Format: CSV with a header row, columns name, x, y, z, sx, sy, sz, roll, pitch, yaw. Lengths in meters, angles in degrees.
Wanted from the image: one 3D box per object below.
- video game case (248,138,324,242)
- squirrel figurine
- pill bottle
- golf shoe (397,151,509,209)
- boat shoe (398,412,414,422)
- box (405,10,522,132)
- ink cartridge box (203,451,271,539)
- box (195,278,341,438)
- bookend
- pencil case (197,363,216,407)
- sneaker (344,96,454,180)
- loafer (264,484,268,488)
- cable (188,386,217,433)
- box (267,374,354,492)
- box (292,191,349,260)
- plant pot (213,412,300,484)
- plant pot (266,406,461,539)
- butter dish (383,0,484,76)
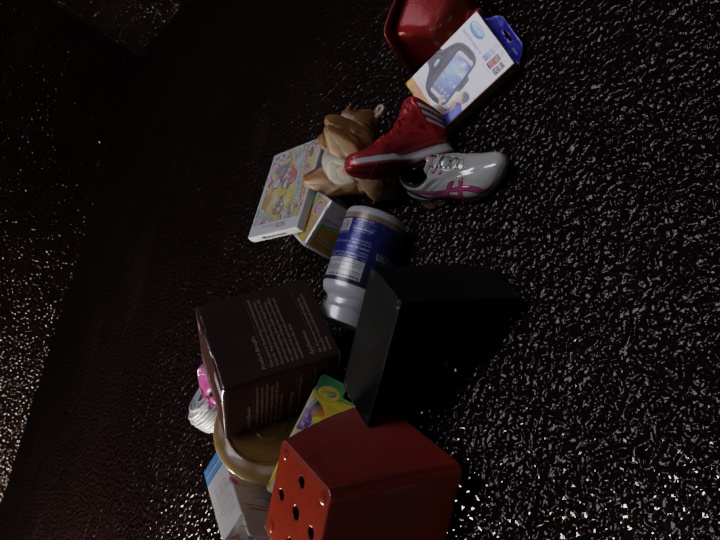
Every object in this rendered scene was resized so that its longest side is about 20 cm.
name,x,y,z,sx,sy,sz,roll,pitch,yaw
video game case,-0.147,-0.162,1.253,0.180,0.023,0.203,-7,62,49
squirrel figurine,0.014,-0.229,1.177,0.188,0.197,0.143,-64,-3,-46
pill bottle,0.000,0.000,1.082,0.115,0.115,0.203,6,74,52
golf shoe,0.148,-0.155,1.011,0.198,0.091,0.074,-13,58,46
boat shoe,0.065,0.139,0.963,0.065,0.071,0.204,177,101,-80
box,0.184,-0.349,1.081,0.200,0.041,0.120,-41,73,31
ink cartridge box,-0.191,0.410,1.076,0.068,0.114,0.200,-55,37,11
box,-0.157,0.146,1.041,0.166,0.197,0.167,101,148,-49
bookend,0.097,0.101,0.871,0.092,0.197,0.202,50,135,51
pencil case,-0.213,0.173,1.176,0.090,0.199,0.095,26,133,36
sneaker,0.057,-0.231,1.071,0.078,0.196,0.118,137,121,-70
loafer,-0.135,0.302,1.105,0.069,0.074,0.202,102,175,-48
cable,-0.284,0.240,1.292,0.200,0.069,0.202,-38,23,47
box,-0.055,0.278,0.985,0.203,0.116,0.048,-64,-2,1
box,-0.083,-0.107,1.252,0.102,0.112,0.200,-56,35,8
plant pot,-0.156,0.266,1.069,0.028,0.196,0.202,96,166,-48
plant pot,-0.012,0.309,0.819,0.199,0.174,0.204,25,105,54
butter dish,0.158,-0.464,1.136,0.146,0.199,0.202,20,85,30
